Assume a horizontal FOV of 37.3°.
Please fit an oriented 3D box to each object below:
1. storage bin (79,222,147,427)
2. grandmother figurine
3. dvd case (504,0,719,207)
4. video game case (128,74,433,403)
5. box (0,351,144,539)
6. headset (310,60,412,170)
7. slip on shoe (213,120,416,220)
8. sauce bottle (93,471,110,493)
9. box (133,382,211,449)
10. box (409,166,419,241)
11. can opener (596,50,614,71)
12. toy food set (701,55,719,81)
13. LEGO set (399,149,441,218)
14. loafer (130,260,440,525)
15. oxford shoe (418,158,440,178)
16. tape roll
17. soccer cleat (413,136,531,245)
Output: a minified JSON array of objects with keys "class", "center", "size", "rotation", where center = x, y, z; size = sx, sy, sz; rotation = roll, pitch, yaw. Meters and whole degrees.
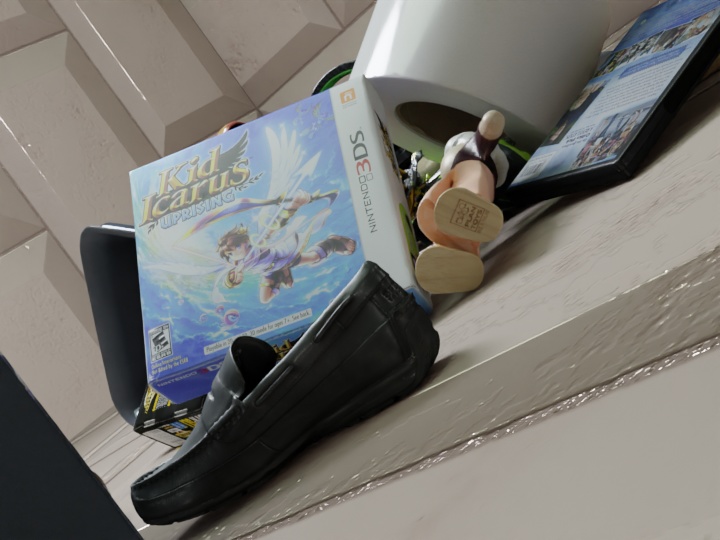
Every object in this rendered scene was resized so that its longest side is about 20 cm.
[{"class":"storage bin","center":[-0.169,0.038,1.020],"size":[0.145,0.202,0.134],"rotation":[8,22,40]},{"class":"grandmother figurine","center":[0.075,-0.057,0.754],"size":[0.122,0.060,0.200],"rotation":[-63,2,20]},{"class":"dvd case","center":[0.195,-0.130,0.750],"size":[0.200,0.018,0.142],"rotation":[-51,14,-17]},{"class":"video game case","center":[-0.064,-0.024,0.754],"size":[0.199,0.182,0.045],"rotation":[-20,-33,13]},{"class":"box","center":[-0.192,0.129,0.522],"size":[0.107,0.149,0.200],"rotation":[-38,5,-25]},{"class":"headset","center":[-0.011,-0.113,1.085],"size":[0.094,0.123,0.202],"rotation":[-31,-41,-64]},{"class":"slip on shoe","center":[-0.037,-0.082,0.927],"size":[0.061,0.198,0.075],"rotation":[125,157,-62]},{"class":"sauce bottle","center":[-0.226,0.180,0.814],"size":[0.065,0.065,0.200],"rotation":[-38,3,-25]},{"class":"box","center":[-0.108,0.033,0.851],"size":[0.159,0.049,0.201],"rotation":[-28,44,58]},{"class":"box","center":[0.007,-0.089,1.182],"size":[0.199,0.149,0.104],"rotation":[-36,-11,13]},{"class":"can opener","center":[0.191,-0.164,1.122],"size":[0.199,0.067,0.053],"rotation":[-26,6,6]},{"class":"toy food set","center":[0.273,-0.188,0.912],"size":[0.199,0.049,0.198],"rotation":[-37,4,-8]},{"class":"LEGO set","center":[0.000,0.000,0.867],"size":[0.200,0.115,0.154],"rotation":[-51,26,29]},{"class":"loafer","center":[-0.050,0.068,0.569],"size":[0.200,0.071,0.068],"rotation":[-35,4,19]},{"class":"oxford shoe","center":[0.085,-0.111,1.057],"size":[0.199,0.075,0.070],"rotation":[-20,14,-20]},{"class":"tape roll","center":[0.101,-0.181,0.922],"size":[0.203,0.201,0.140],"rotation":[160,130,-75]},{"class":"soccer cleat","center":[0.097,-0.060,0.921],"size":[0.081,0.067,0.200],"rotation":[-57,9,-13]}]
